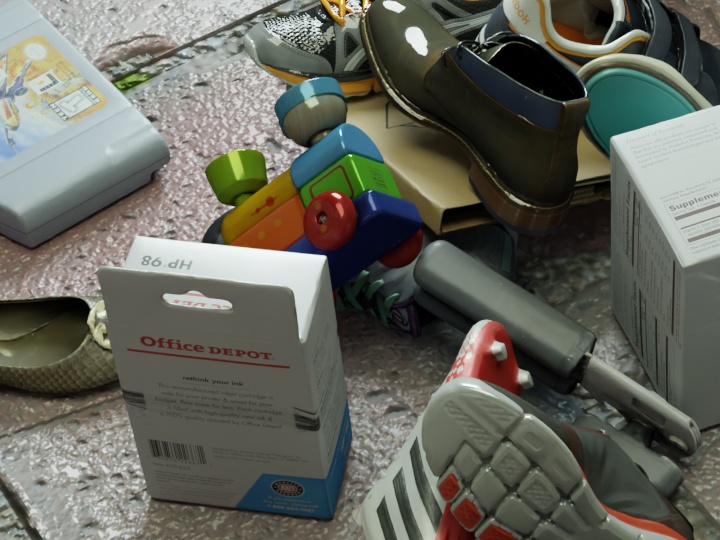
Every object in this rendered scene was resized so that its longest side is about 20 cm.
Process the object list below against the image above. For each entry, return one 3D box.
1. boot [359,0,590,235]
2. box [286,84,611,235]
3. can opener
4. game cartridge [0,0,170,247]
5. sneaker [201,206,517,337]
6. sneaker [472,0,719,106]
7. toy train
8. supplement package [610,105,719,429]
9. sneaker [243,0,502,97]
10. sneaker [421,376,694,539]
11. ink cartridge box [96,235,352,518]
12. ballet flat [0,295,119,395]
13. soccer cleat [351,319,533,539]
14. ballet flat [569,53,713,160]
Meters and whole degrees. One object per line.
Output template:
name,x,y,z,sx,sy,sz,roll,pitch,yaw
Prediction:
boot,0.073,-0.123,1.403,0.075,0.097,0.200,-20,56,-32
box,0.068,-0.090,1.494,0.163,0.021,0.200,-13,35,-27
can opener,0.108,0.061,1.360,0.200,0.053,0.067,32,70,15
game cartridge,-0.236,-0.102,1.582,0.133,0.042,0.200,-29,51,-24
sneaker,0.000,0.000,1.438,0.199,0.075,0.088,-4,52,2
sneaker,0.176,-0.141,1.493,0.199,0.079,0.079,6,49,-26
toy train,-0.065,-0.020,1.399,0.200,0.085,0.116,-35,62,26
supplement package,0.257,-0.018,1.366,0.199,0.156,0.111,-17,49,-9
sneaker,0.021,-0.164,1.515,0.199,0.077,0.078,-8,35,-17
sneaker,0.109,0.116,1.273,0.077,0.200,0.082,-37,24,26
ink cartridge box,-0.073,0.049,1.314,0.115,0.200,0.067,6,48,12
ballet flat,-0.222,0.039,1.443,0.199,0.046,0.068,-1,49,6
soccer cleat,0.039,0.119,1.307,0.085,0.069,0.201,0,65,31
ballet flat,0.193,-0.085,1.430,0.069,0.200,0.070,-29,42,31
